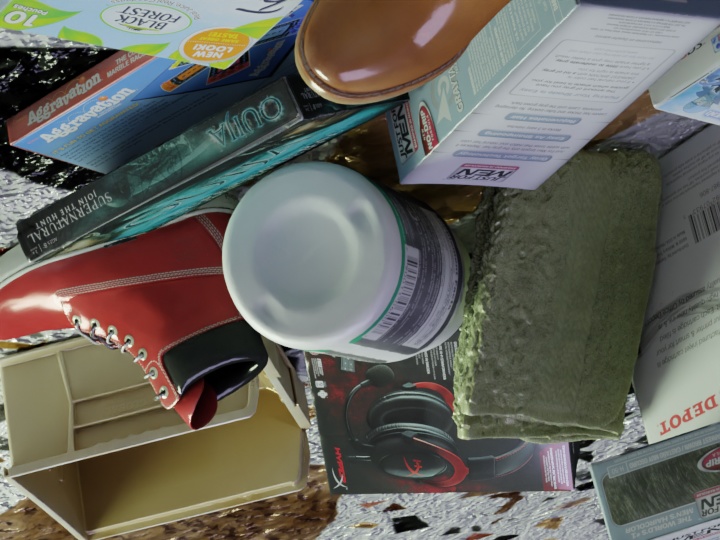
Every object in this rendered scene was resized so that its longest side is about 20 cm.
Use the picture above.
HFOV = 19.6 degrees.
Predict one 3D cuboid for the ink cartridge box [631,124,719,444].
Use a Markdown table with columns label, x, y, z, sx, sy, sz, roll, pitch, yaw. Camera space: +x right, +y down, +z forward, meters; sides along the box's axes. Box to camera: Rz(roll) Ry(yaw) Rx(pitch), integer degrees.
| label | x | y | z | sx | sy | sz | roll | pitch | yaw |
| --- | --- | --- | --- | --- | --- | --- | --- | --- | --- |
| ink cartridge box | 0.248 | 0.019 | 1.393 | 0.084 | 0.200 | 0.145 | 7 | 151 | -38 |

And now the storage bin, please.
| label | x | y | z | sx | sy | sz | roll | pitch | yaw |
| --- | --- | --- | --- | --- | --- | --- | --- | --- | --- |
| storage bin | -0.147 | 0.116 | 1.559 | 0.198 | 0.094 | 0.200 | -14 | 157 | 4 |

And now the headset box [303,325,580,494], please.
| label | x | y | z | sx | sy | sz | roll | pitch | yaw |
| --- | --- | --- | --- | --- | --- | --- | --- | --- | --- |
| headset box | 0.070 | 0.079 | 1.466 | 0.200 | 0.075 | 0.149 | -1 | 124 | 11 |

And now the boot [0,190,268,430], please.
| label | x | y | z | sx | sy | sz | roll | pitch | yaw |
| --- | --- | --- | --- | --- | --- | --- | --- | --- | --- |
| boot | -0.155 | 0.043 | 1.318 | 0.200 | 0.144 | 0.072 | -20 | 158 | 21 |

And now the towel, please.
| label | x | y | z | sx | sy | sz | roll | pitch | yaw |
| --- | --- | --- | --- | --- | --- | --- | --- | --- | --- |
| towel | 0.127 | 0.014 | 1.356 | 0.148 | 0.200 | 0.036 | 6 | -176 | -36 |

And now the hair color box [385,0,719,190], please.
| label | x | y | z | sx | sy | sz | roll | pitch | yaw |
| --- | --- | --- | --- | --- | --- | --- | --- | --- | --- |
| hair color box | 0.104 | -0.118 | 1.178 | 0.099 | 0.061 | 0.200 | 2 | 153 | -29 |

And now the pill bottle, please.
| label | x | y | z | sx | sy | sz | roll | pitch | yaw |
| --- | --- | --- | --- | --- | --- | --- | --- | --- | --- |
| pill bottle | 0.000 | 0.000 | 1.308 | 0.113 | 0.113 | 0.200 | -19 | 168 | 16 |

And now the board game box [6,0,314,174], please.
| label | x | y | z | sx | sy | sz | roll | pitch | yaw |
| --- | --- | --- | --- | --- | --- | --- | --- | --- | --- |
| board game box | -0.091 | -0.106 | 1.157 | 0.200 | 0.019 | 0.103 | -26 | 156 | 30 |

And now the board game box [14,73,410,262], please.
| label | x | y | z | sx | sy | sz | roll | pitch | yaw |
| --- | --- | --- | --- | --- | --- | --- | --- | --- | --- |
| board game box | -0.084 | -0.062 | 1.189 | 0.200 | 0.028 | 0.135 | -26 | 177 | 28 |

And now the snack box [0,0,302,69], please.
| label | x | y | z | sx | sy | sz | roll | pitch | yaw |
| --- | --- | --- | --- | --- | --- | --- | --- | --- | --- |
| snack box | -0.067 | -0.173 | 0.967 | 0.142 | 0.053 | 0.200 | 8 | 149 | -39 |

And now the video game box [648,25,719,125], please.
| label | x | y | z | sx | sy | sz | roll | pitch | yaw |
| --- | --- | --- | --- | --- | --- | --- | --- | --- | --- |
| video game box | 0.300 | -0.139 | 1.248 | 0.200 | 0.047 | 0.182 | 9 | 147 | -41 |

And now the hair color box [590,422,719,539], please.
| label | x | y | z | sx | sy | sz | roll | pitch | yaw |
| --- | --- | --- | --- | --- | --- | --- | --- | --- | --- |
| hair color box | 0.228 | 0.155 | 1.343 | 0.099 | 0.061 | 0.200 | -21 | 159 | 17 |

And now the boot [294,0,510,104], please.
| label | x | y | z | sx | sy | sz | roll | pitch | yaw |
| --- | --- | --- | --- | --- | --- | --- | --- | --- | --- |
| boot | 0.057 | -0.161 | 0.962 | 0.200 | 0.074 | 0.155 | -38 | 177 | -10 |
